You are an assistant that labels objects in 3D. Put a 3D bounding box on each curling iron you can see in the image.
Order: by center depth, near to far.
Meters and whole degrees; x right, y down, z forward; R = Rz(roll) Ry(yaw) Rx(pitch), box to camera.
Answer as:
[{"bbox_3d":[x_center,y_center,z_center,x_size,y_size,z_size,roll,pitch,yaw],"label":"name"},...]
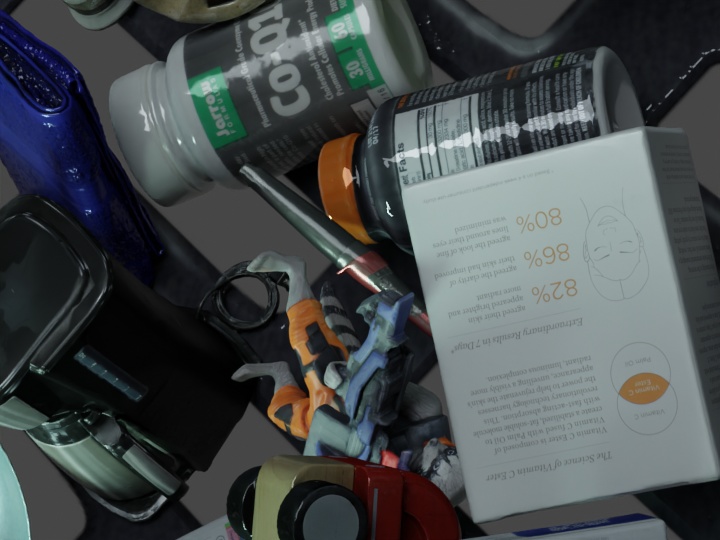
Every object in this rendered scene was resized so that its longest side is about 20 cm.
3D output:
[{"bbox_3d":[0.000,0.000,1.534,0.200,0.050,0.026,38,76,5],"label":"curling iron"}]

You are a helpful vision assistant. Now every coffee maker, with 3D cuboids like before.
[{"bbox_3d":[-0.163,0.036,1.553,0.134,0.200,0.193,13,72,31],"label":"coffee maker"}]

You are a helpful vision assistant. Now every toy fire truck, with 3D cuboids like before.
[{"bbox_3d":[0.034,0.199,1.385,0.128,0.199,0.178,4,90,63],"label":"toy fire truck"}]

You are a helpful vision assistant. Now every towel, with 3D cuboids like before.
[{"bbox_3d":[-0.204,-0.086,1.643,0.049,0.201,0.148,-38,53,-16],"label":"towel"}]

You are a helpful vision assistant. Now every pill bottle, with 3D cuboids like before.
[{"bbox_3d":[0.075,-0.069,1.542,0.199,0.106,0.107,-12,60,22],"label":"pill bottle"},{"bbox_3d":[-0.060,-0.122,1.634,0.199,0.113,0.114,-23,57,16],"label":"pill bottle"}]

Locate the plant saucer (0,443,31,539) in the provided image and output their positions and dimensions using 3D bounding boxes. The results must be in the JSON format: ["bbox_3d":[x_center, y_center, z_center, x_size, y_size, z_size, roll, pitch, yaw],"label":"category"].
[{"bbox_3d":[-0.289,0.150,1.613,0.200,0.039,0.203,10,111,26],"label":"plant saucer"}]

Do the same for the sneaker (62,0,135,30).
[{"bbox_3d":[-0.239,-0.275,1.805,0.076,0.115,0.201,-38,54,5],"label":"sneaker"}]

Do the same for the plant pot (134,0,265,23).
[{"bbox_3d":[-0.107,-0.262,1.640,0.199,0.201,0.184,-26,29,13],"label":"plant pot"}]

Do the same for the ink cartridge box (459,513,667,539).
[{"bbox_3d":[0.079,0.244,1.327,0.198,0.041,0.202,-5,92,-17],"label":"ink cartridge box"}]

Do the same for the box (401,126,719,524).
[{"bbox_3d":[0.128,0.031,1.415,0.151,0.106,0.202,-13,88,21],"label":"box"}]

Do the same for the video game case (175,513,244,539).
[{"bbox_3d":[-0.047,0.233,1.502,0.181,0.022,0.201,-27,55,13],"label":"video game case"}]

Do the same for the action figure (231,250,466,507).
[{"bbox_3d":[0.006,0.066,1.476,0.194,0.104,0.201,46,132,28],"label":"action figure"}]
